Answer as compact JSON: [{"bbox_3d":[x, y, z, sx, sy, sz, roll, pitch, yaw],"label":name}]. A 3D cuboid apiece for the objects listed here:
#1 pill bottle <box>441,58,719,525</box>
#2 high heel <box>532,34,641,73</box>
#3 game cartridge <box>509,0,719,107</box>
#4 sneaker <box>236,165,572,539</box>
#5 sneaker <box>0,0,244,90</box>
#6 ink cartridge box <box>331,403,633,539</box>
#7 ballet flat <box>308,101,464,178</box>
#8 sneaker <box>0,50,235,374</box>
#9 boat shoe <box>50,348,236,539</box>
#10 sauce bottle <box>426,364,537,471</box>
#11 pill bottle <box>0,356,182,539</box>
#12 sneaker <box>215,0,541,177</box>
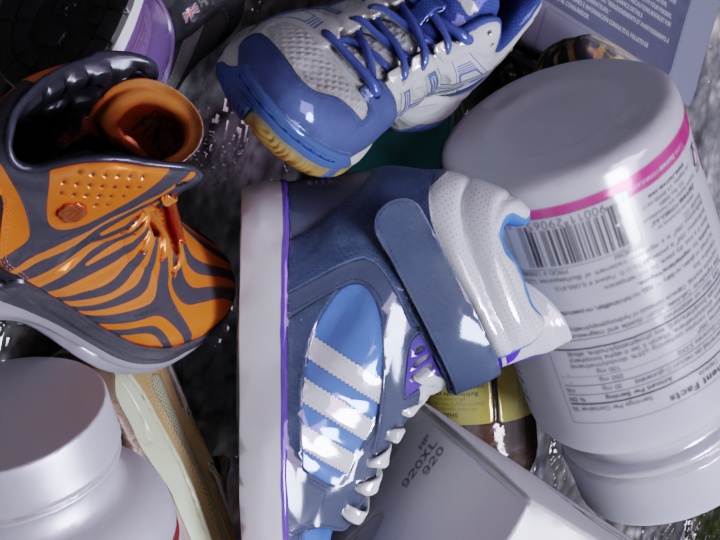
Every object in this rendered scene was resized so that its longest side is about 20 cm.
[{"bbox_3d":[0.119,0.013,1.190,0.113,0.113,0.200,-44,126,-35],"label":"pill bottle"},{"bbox_3d":[0.106,-0.026,1.268,0.200,0.071,0.143,65,42,-69],"label":"high heel"},{"bbox_3d":[0.124,-0.160,1.316,0.200,0.041,0.134,23,86,-52],"label":"game cartridge"},{"bbox_3d":[0.020,0.055,1.101,0.081,0.146,0.201,-122,-149,-83],"label":"sneaker"},{"bbox_3d":[-0.075,-0.142,1.056,0.200,0.076,0.088,-59,149,-10],"label":"sneaker"},{"bbox_3d":[0.076,0.181,1.186,0.200,0.145,0.147,33,91,-29],"label":"ink cartridge box"},{"bbox_3d":[0.000,0.000,1.195,0.064,0.067,0.201,75,31,-73],"label":"ballet flat"},{"bbox_3d":[-0.090,-0.022,1.012,0.200,0.112,0.078,12,47,-57],"label":"sneaker"},{"bbox_3d":[-0.080,0.107,1.118,0.076,0.071,0.201,-50,136,-46],"label":"boat shoe"},{"bbox_3d":[0.055,0.061,1.259,0.065,0.065,0.201,-15,107,-48],"label":"sauce bottle"},{"bbox_3d":[-0.121,0.141,1.036,0.112,0.112,0.201,-37,127,-39],"label":"pill bottle"},{"bbox_3d":[0.011,-0.100,1.084,0.075,0.088,0.200,51,27,3],"label":"sneaker"}]
